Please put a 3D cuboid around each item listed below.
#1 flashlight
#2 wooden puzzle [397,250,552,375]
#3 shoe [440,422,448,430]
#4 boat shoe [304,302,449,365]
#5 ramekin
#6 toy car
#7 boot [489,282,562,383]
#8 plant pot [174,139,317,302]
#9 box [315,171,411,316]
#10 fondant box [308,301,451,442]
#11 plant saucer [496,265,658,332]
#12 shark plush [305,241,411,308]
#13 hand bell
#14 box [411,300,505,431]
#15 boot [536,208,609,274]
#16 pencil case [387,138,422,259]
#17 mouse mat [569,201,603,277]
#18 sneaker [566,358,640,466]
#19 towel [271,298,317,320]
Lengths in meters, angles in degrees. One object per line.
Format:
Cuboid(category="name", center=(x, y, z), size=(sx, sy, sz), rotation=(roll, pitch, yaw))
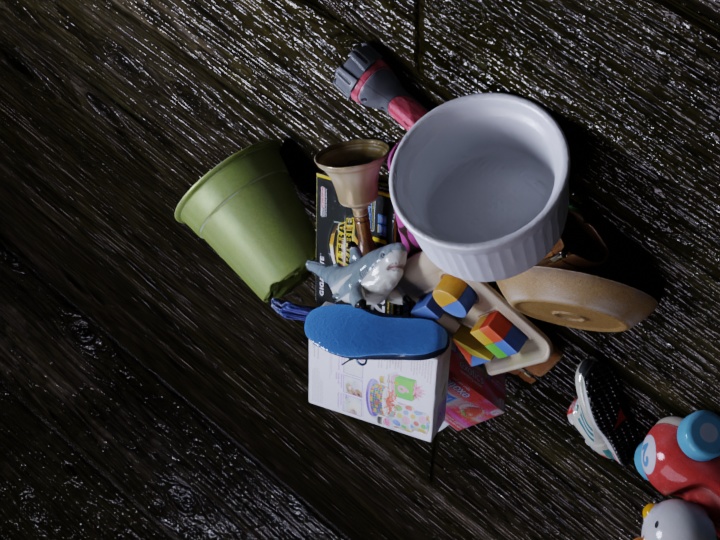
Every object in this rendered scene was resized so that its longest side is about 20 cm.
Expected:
Cuboid(category="flashlight", center=(0.059, -0.188, 1.442), size=(0.200, 0.068, 0.068), rotation=(43, 156, 8))
Cuboid(category="wooden puzzle", center=(0.135, 0.061, 1.546), size=(0.200, 0.046, 0.185), rotation=(45, 158, -7))
Cuboid(category="shoe", center=(0.139, 0.212, 2.041), size=(0.091, 0.071, 0.200), rotation=(45, 154, -1))
Cuboid(category="boat shoe", center=(0.022, 0.096, 1.587), size=(0.197, 0.085, 0.069), rotation=(12, 170, 21))
Cuboid(category="ramekin", center=(0.137, -0.087, 1.314), size=(0.199, 0.201, 0.098), rotation=(31, 164, 29))
Cuboid(category="toy car", center=(0.410, 0.312, 1.540), size=(0.176, 0.200, 0.185), rotation=(41, 159, 6))
Cuboid(category="boot", center=(0.211, 0.081, 1.639), size=(0.154, 0.077, 0.200), rotation=(35, 147, 2))
Cuboid(category="plant pot", center=(-0.149, -0.063, 1.819), size=(0.191, 0.199, 0.200), rotation=(53, 160, 9))
Cuboid(category="box", center=(0.004, -0.031, 1.715), size=(0.158, 0.049, 0.203), rotation=(18, 116, 39))
Cuboid(category="fondant box", center=(0.025, 0.142, 1.682), size=(0.197, 0.058, 0.146), rotation=(16, 125, 21))
Cuboid(category="plant saucer", center=(0.251, 0.039, 1.415), size=(0.197, 0.036, 0.200), rotation=(13, 170, 2))
Cuboid(category="shark plush", center=(0.000, 0.000, 1.608), size=(0.199, 0.090, 0.085), rotation=(9, 101, 64))
Cuboid(category="hand bell", center=(0.001, -0.066, 1.626), size=(0.103, 0.103, 0.203), rotation=(21, 127, 45))
Cuboid(category="box", center=(0.122, 0.140, 1.779), size=(0.094, 0.104, 0.199), rotation=(-27, 131, 35))
Cuboid(category="boot", center=(0.192, -0.047, 1.410), size=(0.199, 0.077, 0.155), rotation=(39, 165, -2))
Cuboid(category="pencil case", center=(0.094, -0.078, 1.554), size=(0.093, 0.091, 0.201), rotation=(31, 153, 35))
Cuboid(category="mouse mat", center=(0.236, -0.031, 1.491), size=(0.160, 0.008, 0.201), rotation=(25, 151, 40))
Cuboid(category="sneaker", center=(0.320, 0.195, 1.666), size=(0.093, 0.071, 0.201), rotation=(13, 146, 43))
Cuboid(category="towel", center=(-0.063, 0.063, 1.844), size=(0.142, 0.024, 0.200), rotation=(10, -179, -10))
